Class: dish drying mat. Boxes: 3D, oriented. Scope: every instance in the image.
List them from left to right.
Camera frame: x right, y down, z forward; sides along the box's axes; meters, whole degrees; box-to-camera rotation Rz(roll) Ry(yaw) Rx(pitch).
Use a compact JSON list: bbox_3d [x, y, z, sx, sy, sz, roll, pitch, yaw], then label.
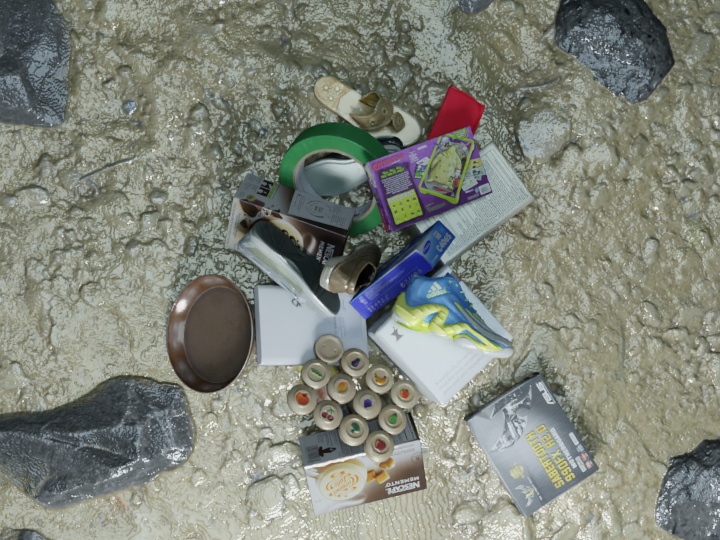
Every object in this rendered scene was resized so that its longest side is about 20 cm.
[{"bbox_3d":[0.145,-0.206,1.692,0.077,0.018,0.201,26,79,-18],"label":"dish drying mat"}]

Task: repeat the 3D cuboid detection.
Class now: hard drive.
[{"bbox_3d":[-0.083,0.094,1.710,0.199,0.025,0.133,3,75,-28],"label":"hard drive"}]

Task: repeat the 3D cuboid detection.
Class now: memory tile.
[{"bbox_3d":[-0.011,0.208,1.665,0.199,0.017,0.154,31,63,-1],"label":"memory tile"}]

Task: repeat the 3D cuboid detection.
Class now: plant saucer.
[{"bbox_3d":[-0.248,0.107,1.705,0.199,0.034,0.202,-5,82,36],"label":"plant saucer"}]

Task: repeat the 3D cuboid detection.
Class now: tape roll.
[{"bbox_3d":[-0.037,-0.153,1.711,0.200,0.201,0.048,27,41,-2],"label":"tape roll"}]

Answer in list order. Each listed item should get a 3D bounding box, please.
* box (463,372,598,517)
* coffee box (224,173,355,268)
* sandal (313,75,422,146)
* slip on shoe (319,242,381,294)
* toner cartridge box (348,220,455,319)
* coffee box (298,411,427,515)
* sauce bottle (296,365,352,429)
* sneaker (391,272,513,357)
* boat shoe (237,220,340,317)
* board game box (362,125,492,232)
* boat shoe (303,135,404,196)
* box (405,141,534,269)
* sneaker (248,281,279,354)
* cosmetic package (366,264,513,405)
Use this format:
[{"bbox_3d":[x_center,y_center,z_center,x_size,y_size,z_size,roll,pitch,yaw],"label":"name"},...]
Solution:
[{"bbox_3d":[0.299,0.305,1.775,0.158,0.048,0.201,-31,89,-6],"label":"box"},{"bbox_3d":[-0.120,-0.071,1.716,0.199,0.080,0.113,18,130,1],"label":"coffee box"},{"bbox_3d":[0.014,-0.282,1.775,0.211,0.070,0.078,27,85,-3],"label":"sandal"},{"bbox_3d":[0.000,0.000,1.698,0.060,0.200,0.076,21,104,19],"label":"slip on shoe"},{"bbox_3d":[0.068,0.001,1.691,0.043,0.200,0.095,44,45,-6],"label":"toner cartridge box"},{"bbox_3d":[0.004,0.328,1.714,0.199,0.080,0.115,-12,122,-5],"label":"coffee box"},{"bbox_3d":[-0.067,0.187,1.745,0.066,0.066,0.201,-25,88,-5],"label":"sauce bottle"},{"bbox_3d":[0.153,0.063,1.563,0.199,0.076,0.106,20,84,-1],"label":"sneaker"},{"bbox_3d":[-0.116,0.006,1.675,0.202,0.075,0.065,43,126,-13],"label":"boat shoe"},{"bbox_3d":[0.112,-0.151,1.653,0.199,0.032,0.121,-21,99,-21],"label":"board game box"},{"bbox_3d":[-0.017,-0.185,1.771,0.199,0.060,0.076,-10,125,9],"label":"boat shoe"},{"bbox_3d":[0.180,-0.110,1.759,0.200,0.109,0.128,-36,90,-5],"label":"box"},{"bbox_3d":[-0.141,0.059,1.749,0.070,0.075,0.200,40,62,-10],"label":"sneaker"},{"bbox_3d":[0.127,0.108,1.697,0.165,0.200,0.165,-43,91,-5],"label":"cosmetic package"}]
